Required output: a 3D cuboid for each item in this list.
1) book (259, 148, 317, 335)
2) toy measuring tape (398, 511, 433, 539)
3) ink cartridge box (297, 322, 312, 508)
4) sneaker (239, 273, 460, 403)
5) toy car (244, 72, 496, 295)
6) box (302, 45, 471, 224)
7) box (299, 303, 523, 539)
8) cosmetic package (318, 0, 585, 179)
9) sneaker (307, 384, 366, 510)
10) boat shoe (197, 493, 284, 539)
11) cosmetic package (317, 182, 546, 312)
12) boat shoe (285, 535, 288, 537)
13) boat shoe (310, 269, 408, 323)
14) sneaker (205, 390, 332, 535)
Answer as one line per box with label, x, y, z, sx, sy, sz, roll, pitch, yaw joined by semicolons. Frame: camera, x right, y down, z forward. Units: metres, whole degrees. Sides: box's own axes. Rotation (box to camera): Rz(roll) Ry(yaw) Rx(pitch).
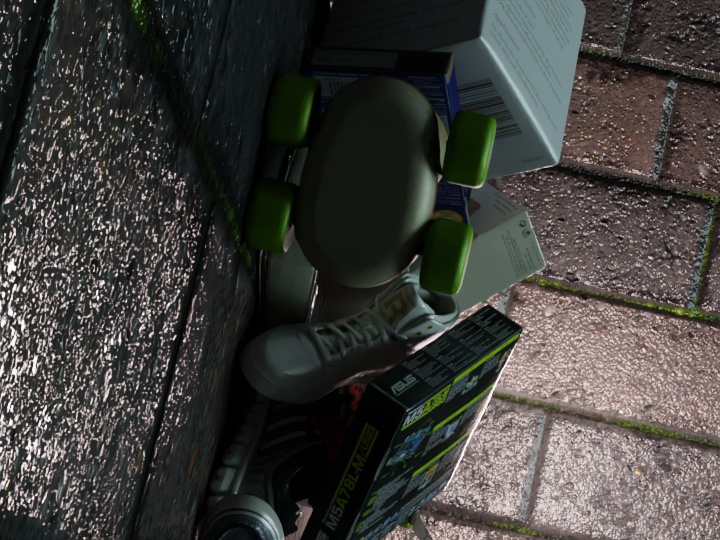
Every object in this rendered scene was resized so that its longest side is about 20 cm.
book;-0.051;-0.018;1.552;0.200;0.048;0.134;99;3;-62
toy measuring tape;0.025;0.244;1.811;0.200;0.073;0.074;-120;-148;-48
ink cartridge box;-0.052;0.147;1.778;0.200;0.083;0.145;92;11;-74
sneaker;-0.003;0.047;1.492;0.200;0.074;0.116;-7;149;-49
toy car;0.018;-0.076;1.395;0.200;0.164;0.158;-47;149;-78
box;0.028;-0.110;1.527;0.200;0.121;0.032;77;22;-51
box;0.042;0.142;1.520;0.200;0.047;0.193;-30;146;-51
cosmetic package;0.083;-0.202;1.586;0.167;0.166;0.200;53;39;-39
sneaker;-0.007;0.141;1.632;0.098;0.071;0.201;-27;116;-46
boat shoe;-0.107;0.281;1.442;0.093;0.075;0.200;-83;-178;-57
cosmetic package;0.069;-0.002;1.774;0.105;0.200;0.071;40;-24;61
boat shoe;-0.101;0.216;1.630;0.063;0.073;0.200;-32;169;-14
boat shoe;0.000;0.000;1.572;0.200;0.074;0.060;107;-7;-59
sneaker;-0.057;0.144;1.509;0.074;0.087;0.200;104;9;-49
